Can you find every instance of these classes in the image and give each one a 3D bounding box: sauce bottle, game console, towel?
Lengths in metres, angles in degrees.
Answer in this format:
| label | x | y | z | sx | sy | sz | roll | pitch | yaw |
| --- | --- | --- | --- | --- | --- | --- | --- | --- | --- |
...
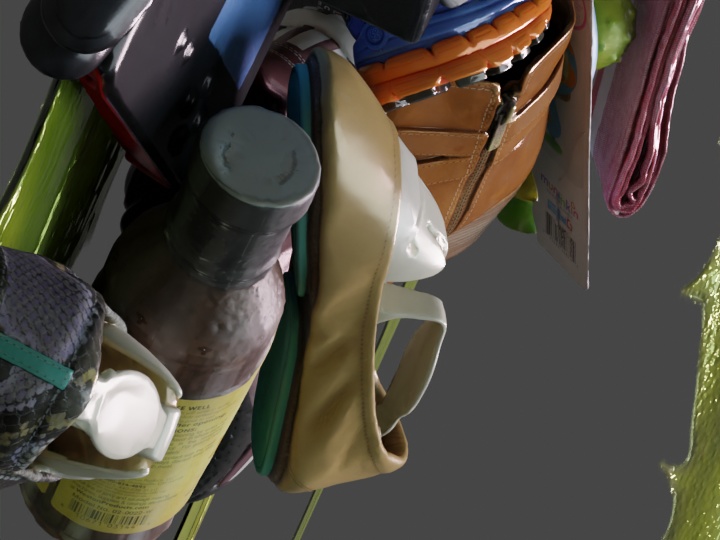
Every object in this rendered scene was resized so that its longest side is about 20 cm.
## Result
| label | x | y | z | sx | sy | sz | roll | pitch | yaw |
| --- | --- | --- | --- | --- | --- | --- | --- | --- | --- |
| sauce bottle | -0.062 | 0.022 | 0.983 | 0.065 | 0.065 | 0.200 | -61 | -178 | -40 |
| game console | -0.029 | -0.129 | 0.926 | 0.177 | 0.031 | 0.201 | 84 | 31 | -82 |
| towel | 0.112 | -0.140 | 1.273 | 0.200 | 0.023 | 0.144 | -101 | -161 | -48 |

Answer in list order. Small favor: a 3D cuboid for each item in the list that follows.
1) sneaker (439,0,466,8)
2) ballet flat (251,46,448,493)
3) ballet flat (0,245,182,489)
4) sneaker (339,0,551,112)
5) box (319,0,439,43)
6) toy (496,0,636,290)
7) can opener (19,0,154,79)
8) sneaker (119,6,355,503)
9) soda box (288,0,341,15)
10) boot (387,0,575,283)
| label | x | y | z | sx | sy | sz | roll | pitch | yaw |
| --- | --- | --- | --- | --- | --- | --- | --- | --- | --- |
| sneaker | 0.071 | -0.161 | 0.885 | 0.146 | 0.077 | 0.202 | -29 | -160 | 21 |
| ballet flat | 0.000 | 0.000 | 1.015 | 0.200 | 0.063 | 0.069 | 99 | -11 | -48 |
| ballet flat | -0.089 | 0.038 | 0.881 | 0.200 | 0.072 | 0.072 | 74 | 41 | -83 |
| sneaker | 0.050 | -0.133 | 1.037 | 0.079 | 0.075 | 0.200 | 64 | 35 | -19 |
| box | 0.008 | -0.171 | 0.650 | 0.200 | 0.106 | 0.122 | 109 | 6 | -51 |
| toy | 0.081 | -0.104 | 1.221 | 0.047 | 0.115 | 0.201 | -17 | 133 | -23 |
| can opener | -0.025 | -0.131 | 0.785 | 0.200 | 0.079 | 0.063 | -53 | 179 | -25 |
| sneaker | -0.064 | 0.001 | 1.063 | 0.115 | 0.075 | 0.201 | -24 | 136 | -65 |
| soda box | 0.011 | -0.126 | 1.187 | 0.200 | 0.063 | 0.071 | 108 | 9 | -60 |
| boot | -0.002 | -0.028 | 1.148 | 0.200 | 0.077 | 0.155 | -26 | 160 | -26 |
